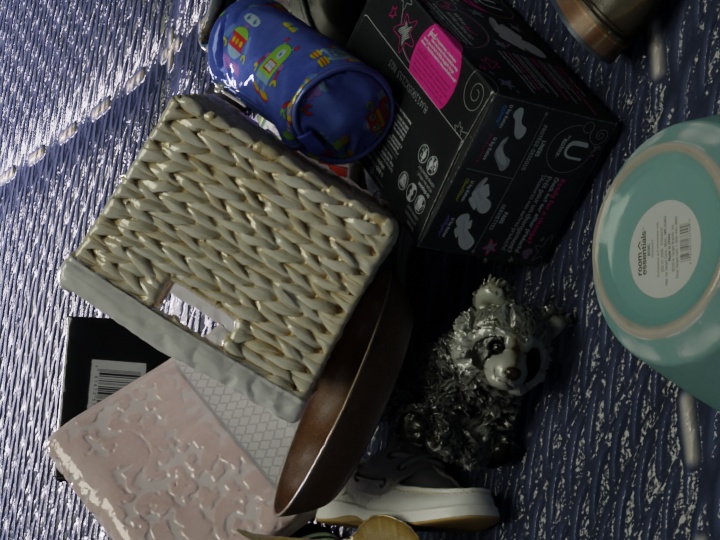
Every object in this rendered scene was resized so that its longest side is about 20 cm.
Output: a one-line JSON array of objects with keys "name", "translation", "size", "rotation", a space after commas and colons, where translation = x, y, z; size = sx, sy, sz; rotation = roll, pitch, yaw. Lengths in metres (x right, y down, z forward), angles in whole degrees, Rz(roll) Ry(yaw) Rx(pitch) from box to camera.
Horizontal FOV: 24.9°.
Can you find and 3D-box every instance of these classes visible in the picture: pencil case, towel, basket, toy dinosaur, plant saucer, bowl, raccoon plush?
[{"name": "pencil case", "translation": [-0.052, -0.142, 1.219], "size": [0.087, 0.078, 0.200], "rotation": [-47, 35, -1]}, {"name": "towel", "translation": [-0.134, 0.159, 1.353], "size": [0.200, 0.191, 0.032], "rotation": [47, 164, 30]}, {"name": "basket", "translation": [-0.084, -0.017, 1.194], "size": [0.161, 0.198, 0.200], "rotation": [-59, 1, 5]}, {"name": "toy dinosaur", "translation": [0.014, 0.221, 1.187], "size": [0.200, 0.058, 0.101], "rotation": [2, 114, 29]}, {"name": "plant saucer", "translation": [-0.008, 0.094, 1.202], "size": [0.200, 0.034, 0.200], "rotation": [-90, 26, -77]}, {"name": "bowl", "translation": [0.214, -0.012, 0.969], "size": [0.201, 0.105, 0.201], "rotation": [-20, 65, 52]}, {"name": "raccoon plush", "translation": [0.066, 0.054, 1.194], "size": [0.200, 0.097, 0.134], "rotation": [37, 105, 54]}]

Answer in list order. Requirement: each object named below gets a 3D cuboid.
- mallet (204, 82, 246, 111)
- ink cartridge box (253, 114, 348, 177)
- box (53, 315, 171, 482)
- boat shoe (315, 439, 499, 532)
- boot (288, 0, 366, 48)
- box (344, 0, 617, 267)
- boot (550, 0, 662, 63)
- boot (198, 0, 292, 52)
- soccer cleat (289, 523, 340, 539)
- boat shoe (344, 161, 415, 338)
[{"name": "mallet", "translation": [-0.150, -0.106, 1.533], "size": [0.066, 0.041, 0.200], "rotation": [-37, 27, 53]}, {"name": "ink cartridge box", "translation": [-0.049, -0.112, 1.435], "size": [0.200, 0.050, 0.109], "rotation": [-49, 44, 40]}, {"name": "box", "translation": [-0.218, 0.126, 1.512], "size": [0.200, 0.104, 0.148], "rotation": [120, 154, -82]}, {"name": "boat shoe", "translation": [0.031, 0.161, 1.231], "size": [0.200, 0.071, 0.069], "rotation": [-9, 72, 54]}, {"name": "boot", "translation": [0.016, -0.266, 1.342], "size": [0.158, 0.079, 0.211], "rotation": [-20, 79, 31]}, {"name": "box", "translation": [0.074, -0.114, 1.195], "size": [0.132, 0.115, 0.200], "rotation": [-64, 35, 26]}, {"name": "boot", "translation": [0.164, -0.246, 1.146], "size": [0.097, 0.075, 0.200], "rotation": [-42, 55, 28]}, {"name": "boot", "translation": [-0.070, -0.260, 1.461], "size": [0.200, 0.095, 0.074], "rotation": [-56, 41, 32]}, {"name": "soccer cleat", "translation": [-0.044, 0.241, 1.312], "size": [0.200, 0.081, 0.068], "rotation": [2, 84, 59]}, {"name": "boat shoe", "translation": [0.001, 0.000, 1.319], "size": [0.074, 0.065, 0.202], "rotation": [32, 110, 55]}]
